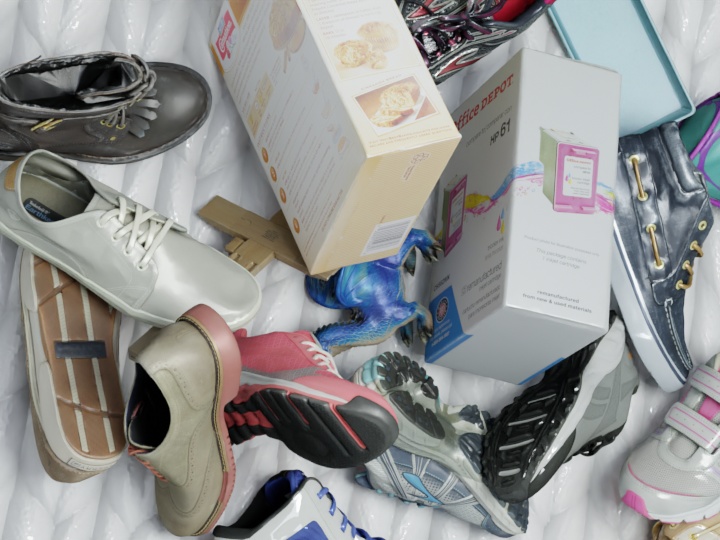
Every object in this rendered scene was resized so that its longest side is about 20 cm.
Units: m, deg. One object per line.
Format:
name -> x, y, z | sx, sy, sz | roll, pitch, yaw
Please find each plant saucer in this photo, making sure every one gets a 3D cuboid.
plant saucer -> 0.181, -0.195, 1.816 | 0.070, 0.019, 0.200 | -26, 95, 1

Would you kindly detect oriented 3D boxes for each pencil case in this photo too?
pencil case -> 0.326, -0.053, 1.835 | 0.200, 0.085, 0.092 | 35, 91, -15

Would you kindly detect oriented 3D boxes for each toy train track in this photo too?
toy train track -> -0.088, 0.011, 1.656 | 0.115, 0.033, 0.200 | 27, 51, 25

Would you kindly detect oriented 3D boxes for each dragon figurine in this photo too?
dragon figurine -> 0.000, 0.000, 1.706 | 0.099, 0.059, 0.200 | 9, 82, -22

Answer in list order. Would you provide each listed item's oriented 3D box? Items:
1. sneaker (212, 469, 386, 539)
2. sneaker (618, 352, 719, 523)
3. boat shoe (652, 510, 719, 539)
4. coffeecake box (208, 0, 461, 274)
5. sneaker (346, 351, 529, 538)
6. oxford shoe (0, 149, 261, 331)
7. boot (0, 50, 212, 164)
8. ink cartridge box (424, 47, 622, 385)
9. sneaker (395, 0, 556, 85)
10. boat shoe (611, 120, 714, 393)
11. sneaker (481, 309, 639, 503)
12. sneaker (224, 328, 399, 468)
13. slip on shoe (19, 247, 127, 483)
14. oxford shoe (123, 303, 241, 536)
sneaker -> -0.019, 0.195, 1.662 | 0.199, 0.081, 0.115 | -1, 89, -22
sneaker -> 0.265, 0.109, 1.774 | 0.200, 0.081, 0.088 | -37, 140, -31
boat shoe -> 0.253, 0.202, 1.789 | 0.200, 0.074, 0.069 | -17, 79, -24
coffeecake box -> -0.022, -0.125, 1.624 | 0.073, 0.154, 0.200 | -14, 65, -24
sneaker -> 0.045, 0.132, 1.711 | 0.200, 0.086, 0.078 | 43, 33, -32
oxford shoe -> -0.157, -0.019, 1.593 | 0.200, 0.058, 0.075 | 28, 50, -3
boot -> -0.170, -0.112, 1.585 | 0.200, 0.174, 0.069 | -10, 88, -23
ink cartridge box -> 0.115, -0.038, 1.693 | 0.085, 0.145, 0.200 | 14, 67, -18
sneaker -> 0.060, -0.180, 1.736 | 0.200, 0.075, 0.081 | -37, 112, -21
boat shoe -> 0.228, -0.009, 1.768 | 0.091, 0.071, 0.200 | -20, 105, 10
sneaker -> 0.155, 0.108, 1.724 | 0.079, 0.074, 0.200 | 60, 40, -17
sneaker -> -0.044, 0.073, 1.611 | 0.087, 0.200, 0.074 | -53, 129, -28
slip on shoe -> -0.197, 0.048, 1.620 | 0.076, 0.061, 0.200 | 2, 65, -29
oxford shoe -> -0.129, 0.110, 1.585 | 0.075, 0.070, 0.200 | -28, 140, -32
